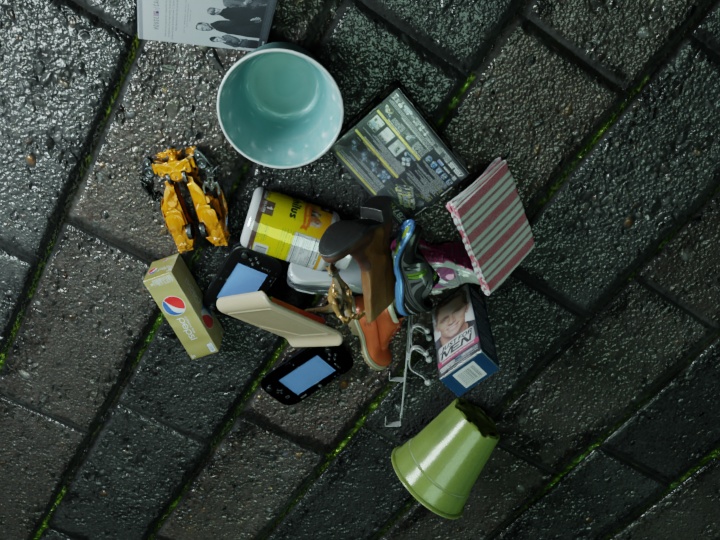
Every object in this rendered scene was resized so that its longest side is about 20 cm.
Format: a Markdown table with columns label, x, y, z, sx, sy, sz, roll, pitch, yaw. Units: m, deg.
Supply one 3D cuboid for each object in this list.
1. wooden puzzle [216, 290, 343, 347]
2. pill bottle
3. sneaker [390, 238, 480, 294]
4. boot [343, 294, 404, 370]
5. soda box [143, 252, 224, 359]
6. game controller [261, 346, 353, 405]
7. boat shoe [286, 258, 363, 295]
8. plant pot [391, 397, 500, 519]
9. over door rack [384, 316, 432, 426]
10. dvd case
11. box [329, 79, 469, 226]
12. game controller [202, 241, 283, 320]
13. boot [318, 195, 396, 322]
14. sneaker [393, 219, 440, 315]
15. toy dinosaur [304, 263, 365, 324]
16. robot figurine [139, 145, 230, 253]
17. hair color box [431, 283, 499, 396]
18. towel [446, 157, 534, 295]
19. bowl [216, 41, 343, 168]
| label | x | y | z | sx | sy | sz | roll | pitch | yaw |
| --- | --- | --- | --- | --- | --- | --- | --- | --- | --- |
| wooden puzzle | -0.152 | 0.090 | 1.348 | 0.198 | 0.038 | 0.183 | 32 | 155 | -33 |
| pill bottle | -0.108 | -0.068 | 1.269 | 0.196 | 0.110 | 0.111 | 18 | 122 | -11 |
| sneaker | 0.148 | 0.000 | 1.331 | 0.195 | 0.082 | 0.090 | 12 | 124 | 3 |
| boot | 0.045 | 0.121 | 1.394 | 0.105 | 0.076 | 0.202 | -14 | 135 | 9 |
| soda box | -0.341 | 0.071 | 1.387 | 0.063 | 0.068 | 0.203 | -16 | 121 | 11 |
| game controller | -0.111 | 0.212 | 1.479 | 0.198 | 0.042 | 0.104 | -34 | 116 | 21 |
| boat shoe | -0.043 | 0.018 | 1.350 | 0.195 | 0.073 | 0.068 | 2 | 151 | -14 |
| plant pot | 0.198 | 0.384 | 1.524 | 0.198 | 0.201 | 0.192 | 31 | 105 | -18 |
| over door rack | 0.103 | 0.190 | 1.409 | 0.065 | 0.149 | 0.204 | 14 | 122 | -2 |
| dvd case | -0.227 | -0.382 | 1.046 | 0.195 | 0.025 | 0.150 | 2 | 163 | -17 |
| box | 0.066 | -0.195 | 1.221 | 0.160 | 0.050 | 0.200 | -37 | 115 | 21 |
| game controller | -0.225 | 0.024 | 1.353 | 0.103 | 0.043 | 0.201 | 28 | 131 | -14 |
| boot | 0.000 | 0.000 | 1.229 | 0.067 | 0.189 | 0.204 | 11 | 126 | 25 |
| sneaker | 0.100 | -0.006 | 1.251 | 0.080 | 0.072 | 0.203 | 1 | 128 | 8 |
| toy dinosaur | -0.042 | 0.053 | 1.300 | 0.060 | 0.107 | 0.201 | -29 | 158 | -26 |
| robot figurine | -0.306 | -0.131 | 1.263 | 0.141 | 0.059 | 0.204 | -8 | 123 | 6 |
| hair color box | 0.192 | 0.126 | 1.332 | 0.099 | 0.202 | 0.060 | -38 | 116 | 23 |
| towel | 0.236 | -0.077 | 1.264 | 0.146 | 0.030 | 0.202 | -41 | 122 | -21 |
| bowl | -0.125 | -0.278 | 1.129 | 0.195 | 0.106 | 0.204 | -2 | 132 | -2 |
